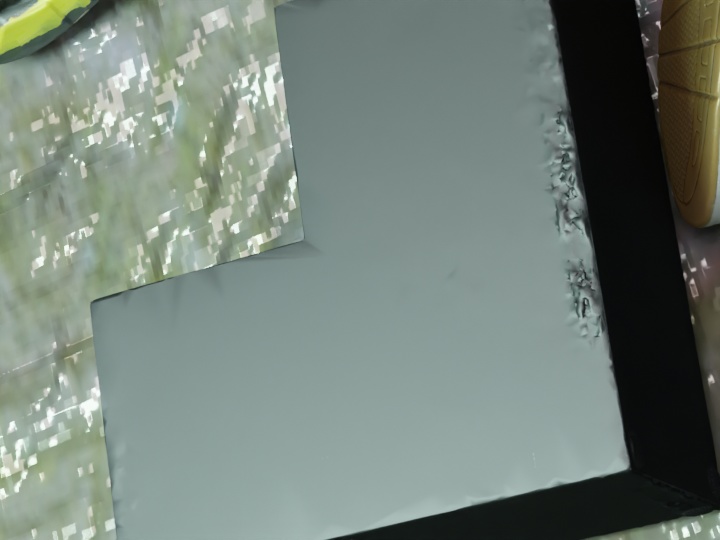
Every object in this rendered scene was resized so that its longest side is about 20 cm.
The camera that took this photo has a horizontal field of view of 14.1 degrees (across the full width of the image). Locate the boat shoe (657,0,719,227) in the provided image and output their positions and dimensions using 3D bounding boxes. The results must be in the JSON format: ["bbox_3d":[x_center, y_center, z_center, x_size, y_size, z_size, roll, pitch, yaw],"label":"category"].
[{"bbox_3d":[0.144,-0.112,0.970,0.069,0.071,0.201,6,92,-14],"label":"boat shoe"}]

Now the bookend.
[{"bbox_3d":[0.000,0.000,0.973,0.199,0.092,0.200,-16,72,22],"label":"bookend"}]

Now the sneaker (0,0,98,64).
[{"bbox_3d":[-0.093,-0.163,1.092,0.200,0.074,0.085,-30,56,8],"label":"sneaker"}]
